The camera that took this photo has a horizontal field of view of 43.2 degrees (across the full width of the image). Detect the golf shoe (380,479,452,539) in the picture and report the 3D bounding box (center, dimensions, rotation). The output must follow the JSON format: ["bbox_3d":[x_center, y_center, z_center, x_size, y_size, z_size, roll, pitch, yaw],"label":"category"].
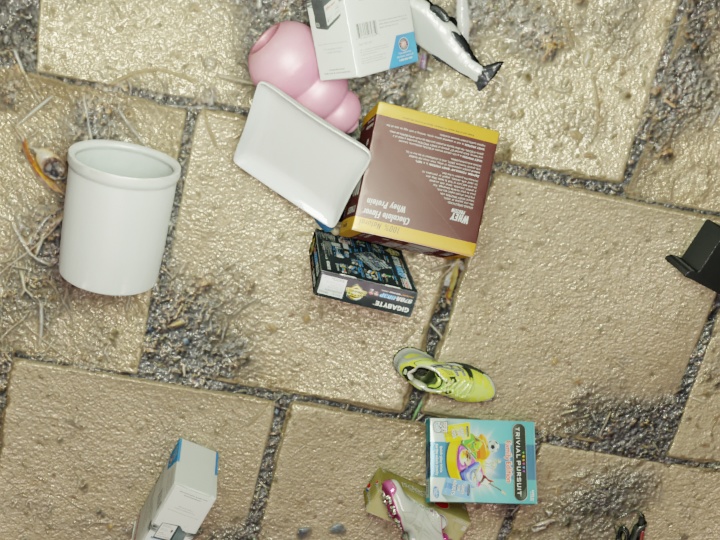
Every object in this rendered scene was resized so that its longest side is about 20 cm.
[{"bbox_3d":[0.104,0.456,1.685,0.091,0.075,0.200,-29,113,-13],"label":"golf shoe"}]

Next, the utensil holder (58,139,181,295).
[{"bbox_3d":[-0.384,-0.084,1.434,0.170,0.170,0.200,11,114,-9],"label":"utensil holder"}]

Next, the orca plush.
[{"bbox_3d":[0.139,-0.374,1.409,0.200,0.071,0.105,34,150,10],"label":"orca plush"}]

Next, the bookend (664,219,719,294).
[{"bbox_3d":[0.679,-0.046,1.581,0.200,0.092,0.199,25,106,-13],"label":"bookend"}]

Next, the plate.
[{"bbox_3d":[-0.089,-0.179,1.400,0.200,0.032,0.200,34,143,2],"label":"plate"}]

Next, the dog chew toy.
[{"bbox_3d":[-0.078,-0.287,1.406,0.125,0.125,0.200,-42,118,11],"label":"dog chew toy"}]

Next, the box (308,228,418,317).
[{"bbox_3d":[0.000,0.000,1.481,0.159,0.200,0.046,14,110,-11],"label":"box"}]

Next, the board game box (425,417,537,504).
[{"bbox_3d":[0.222,0.353,1.682,0.200,0.047,0.151,3,74,-6],"label":"board game box"}]

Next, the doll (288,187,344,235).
[{"bbox_3d":[-0.021,-0.121,1.511,0.200,0.048,0.137,4,111,-10],"label":"doll"}]

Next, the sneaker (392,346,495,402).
[{"bbox_3d":[0.153,0.204,1.644,0.200,0.076,0.075,17,108,-13],"label":"sneaker"}]

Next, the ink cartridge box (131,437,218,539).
[{"bbox_3d":[-0.339,0.432,1.654,0.086,0.146,0.200,24,108,-16],"label":"ink cartridge box"}]

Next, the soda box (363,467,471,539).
[{"bbox_3d":[0.108,0.456,1.748,0.200,0.064,0.068,26,108,-15],"label":"soda box"}]

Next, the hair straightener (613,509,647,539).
[{"bbox_3d":[0.536,0.571,1.845,0.077,0.041,0.200,3,112,-6],"label":"hair straightener"}]

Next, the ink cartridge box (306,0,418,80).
[{"bbox_3d":[-0.002,-0.392,1.336,0.145,0.084,0.200,-26,113,-43],"label":"ink cartridge box"}]

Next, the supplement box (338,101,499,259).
[{"bbox_3d":[0.088,-0.135,1.434,0.197,0.133,0.200,12,86,-10],"label":"supplement box"}]
